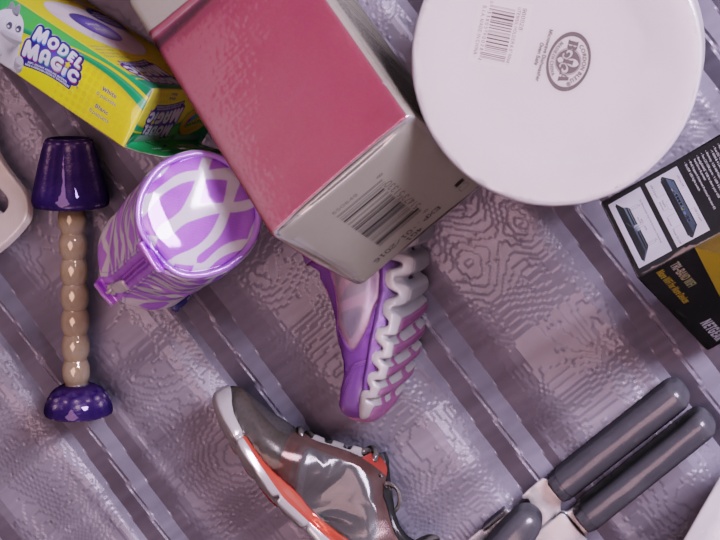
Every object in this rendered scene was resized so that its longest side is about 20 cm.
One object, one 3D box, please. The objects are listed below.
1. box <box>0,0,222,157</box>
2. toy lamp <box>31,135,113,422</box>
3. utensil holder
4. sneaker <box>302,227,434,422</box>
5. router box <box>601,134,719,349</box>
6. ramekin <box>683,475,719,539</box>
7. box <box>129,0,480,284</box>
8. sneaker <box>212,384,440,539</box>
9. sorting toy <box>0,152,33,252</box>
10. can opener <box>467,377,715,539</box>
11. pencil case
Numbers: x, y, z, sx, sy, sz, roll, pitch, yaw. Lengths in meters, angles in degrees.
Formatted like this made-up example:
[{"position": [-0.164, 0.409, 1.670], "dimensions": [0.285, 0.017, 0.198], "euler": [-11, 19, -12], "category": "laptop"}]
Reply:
[{"position": [-0.177, -0.137, 0.914], "dimensions": [0.199, 0.117, 0.049], "euler": [35, 106, 12], "category": "box"}, {"position": [-0.207, 0.006, 0.989], "dimensions": [0.057, 0.058, 0.203], "euler": [1, 100, 12], "category": "toy lamp"}, {"position": [0.123, -0.128, 0.817], "dimensions": [0.168, 0.200, 0.172], "euler": [2, 101, 11], "category": "utensil holder"}, {"position": [0.000, 0.000, 0.935], "dimensions": [0.087, 0.080, 0.203], "euler": [8, 96, 16], "category": "sneaker"}, {"position": [0.244, -0.029, 0.809], "dimensions": [0.156, 0.200, 0.053], "euler": [-30, 65, 16], "category": "router box"}, {"position": [0.242, 0.194, 0.856], "dimensions": [0.094, 0.202, 0.204], "euler": [31, 105, 17], "category": "ramekin"}, {"position": [-0.033, -0.111, 0.852], "dimensions": [0.109, 0.128, 0.201], "euler": [-39, 63, 11], "category": "box"}, {"position": [-0.022, 0.147, 0.978], "dimensions": [0.082, 0.077, 0.200], "euler": [-42, 90, -11], "category": "sneaker"}, {"position": [-0.336, -0.055, 0.992], "dimensions": [0.178, 0.107, 0.202], "euler": [-23, 94, 8], "category": "sorting toy"}, {"position": [0.151, 0.155, 0.929], "dimensions": [0.200, 0.067, 0.053], "euler": [-42, 90, 16], "category": "can opener"}, {"position": [-0.126, -0.021, 0.897], "dimensions": [0.085, 0.200, 0.084], "euler": [-33, 92, -20], "category": "pencil case"}]
